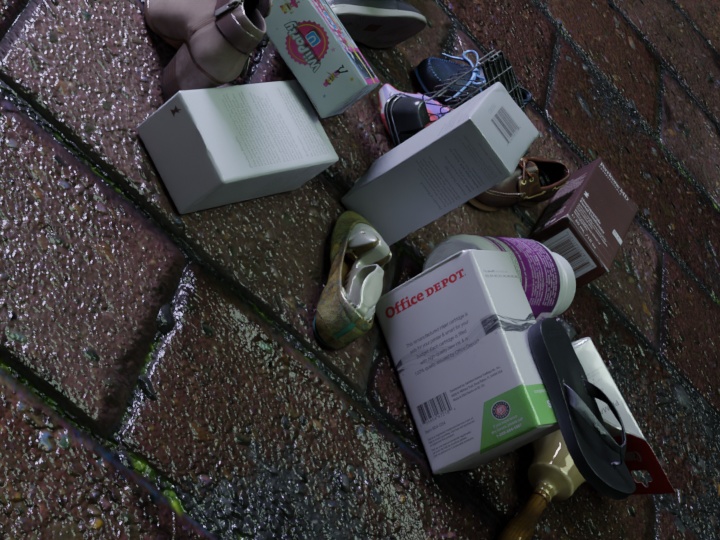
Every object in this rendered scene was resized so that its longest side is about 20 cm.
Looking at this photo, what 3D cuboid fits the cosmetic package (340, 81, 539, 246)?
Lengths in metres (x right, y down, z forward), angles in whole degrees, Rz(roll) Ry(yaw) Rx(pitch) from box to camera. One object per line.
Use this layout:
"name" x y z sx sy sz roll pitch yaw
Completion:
"cosmetic package" 0.086 -0.114 1.554 0.081 0.200 0.113 51 37 -10

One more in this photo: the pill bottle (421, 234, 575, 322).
"pill bottle" 0.169 0.016 1.638 0.200 0.112 0.113 2 63 -51

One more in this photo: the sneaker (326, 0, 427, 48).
"sneaker" 0.002 -0.343 1.733 0.200 0.075 0.107 -2 66 -52

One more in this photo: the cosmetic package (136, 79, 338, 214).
"cosmetic package" -0.120 -0.128 1.411 0.200 0.071 0.102 -17 77 -56

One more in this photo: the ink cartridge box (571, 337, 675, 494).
"ink cartridge box" 0.273 0.180 1.622 0.050 0.161 0.200 -25 85 -11

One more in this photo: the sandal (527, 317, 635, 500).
"sandal" 0.230 0.140 1.424 0.076 0.043 0.201 -13 77 -56

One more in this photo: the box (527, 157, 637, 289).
"box" 0.309 -0.064 1.919 0.100 0.075 0.200 52 33 -10

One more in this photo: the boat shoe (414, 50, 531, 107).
"boat shoe" 0.152 -0.253 1.863 0.200 0.069 0.084 7 59 -50

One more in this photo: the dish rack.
"dish rack" 0.126 -0.172 1.686 0.200 0.054 0.154 -37 119 -37

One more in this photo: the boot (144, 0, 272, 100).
"boot" -0.148 -0.265 1.413 0.070 0.146 0.201 21 48 -40

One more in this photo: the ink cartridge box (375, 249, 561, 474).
"ink cartridge box" 0.118 0.096 1.480 0.084 0.145 0.201 2 64 -52

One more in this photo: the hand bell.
"hand bell" 0.195 0.255 1.532 0.104 0.104 0.200 52 46 -11

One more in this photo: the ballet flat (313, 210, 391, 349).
"ballet flat" 0.000 0.000 1.475 0.071 0.071 0.200 42 37 -23

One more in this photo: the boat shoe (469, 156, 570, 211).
"boat shoe" 0.204 -0.123 1.831 0.200 0.070 0.071 -9 73 -53

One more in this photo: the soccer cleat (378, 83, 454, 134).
"soccer cleat" 0.100 -0.187 1.752 0.200 0.067 0.077 5 56 -48

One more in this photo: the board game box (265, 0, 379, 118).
"board game box" -0.048 -0.248 1.540 0.148 0.064 0.200 55 10 -5
